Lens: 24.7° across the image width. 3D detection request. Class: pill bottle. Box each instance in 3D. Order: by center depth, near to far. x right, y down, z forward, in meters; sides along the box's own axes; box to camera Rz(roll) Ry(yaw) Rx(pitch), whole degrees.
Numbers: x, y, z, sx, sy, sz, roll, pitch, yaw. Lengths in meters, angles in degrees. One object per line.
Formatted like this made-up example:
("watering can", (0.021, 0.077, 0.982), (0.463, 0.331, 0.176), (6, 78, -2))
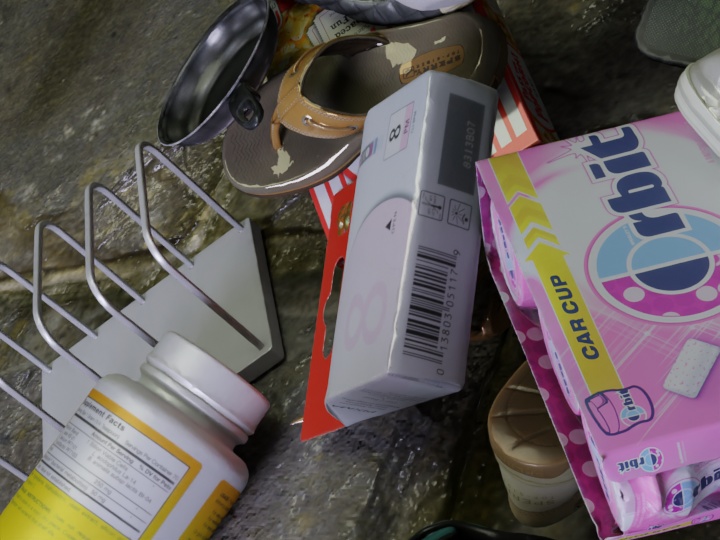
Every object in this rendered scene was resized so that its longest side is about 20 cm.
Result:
("pill bottle", (-0.141, 0.138, 0.971), (0.200, 0.109, 0.109), (-54, 36, -10))

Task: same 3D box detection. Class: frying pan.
("frying pan", (-0.070, -0.124, 1.006), (0.190, 0.031, 0.115), (2, 63, 61))

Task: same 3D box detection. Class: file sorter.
("file sorter", (-0.173, 0.034, 1.092), (0.200, 0.125, 0.139), (-36, 36, 17))

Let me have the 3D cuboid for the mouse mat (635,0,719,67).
("mouse mat", (0.249, -0.179, 0.859), (0.161, 0.008, 0.200), (16, 70, 25))

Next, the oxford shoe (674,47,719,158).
("oxford shoe", (0.222, -0.035, 0.723), (0.200, 0.075, 0.058), (50, 122, 21))

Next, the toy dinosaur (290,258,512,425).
("toy dinosaur", (0.037, 0.014, 0.955), (0.106, 0.060, 0.201), (21, 95, 53))

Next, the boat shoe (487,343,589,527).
("boat shoe", (0.135, 0.044, 0.804), (0.072, 0.065, 0.200), (27, 56, 32))

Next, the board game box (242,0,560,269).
("board game box", (0.024, -0.118, 1.031), (0.151, 0.046, 0.200), (-32, 63, 21))

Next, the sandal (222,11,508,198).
("sandal", (-0.007, -0.107, 0.986), (0.200, 0.054, 0.081), (-20, 68, 28))

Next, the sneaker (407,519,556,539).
("sneaker", (0.029, 0.158, 0.797), (0.200, 0.080, 0.072), (-18, 46, 35))

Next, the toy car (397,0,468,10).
("toy car", (0.069, -0.241, 0.914), (0.199, 0.176, 0.150), (-15, 3, -2))

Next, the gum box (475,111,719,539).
("gum box", (0.133, 0.023, 0.730), (0.113, 0.066, 0.200), (-14, 44, -4))

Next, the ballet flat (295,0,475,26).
("ballet flat", (-0.012, -0.191, 1.007), (0.200, 0.057, 0.067), (13, 81, 29))

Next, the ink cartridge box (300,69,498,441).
("ink cartridge box", (0.000, 0.000, 0.889), (0.200, 0.057, 0.163), (-22, 55, 58))
